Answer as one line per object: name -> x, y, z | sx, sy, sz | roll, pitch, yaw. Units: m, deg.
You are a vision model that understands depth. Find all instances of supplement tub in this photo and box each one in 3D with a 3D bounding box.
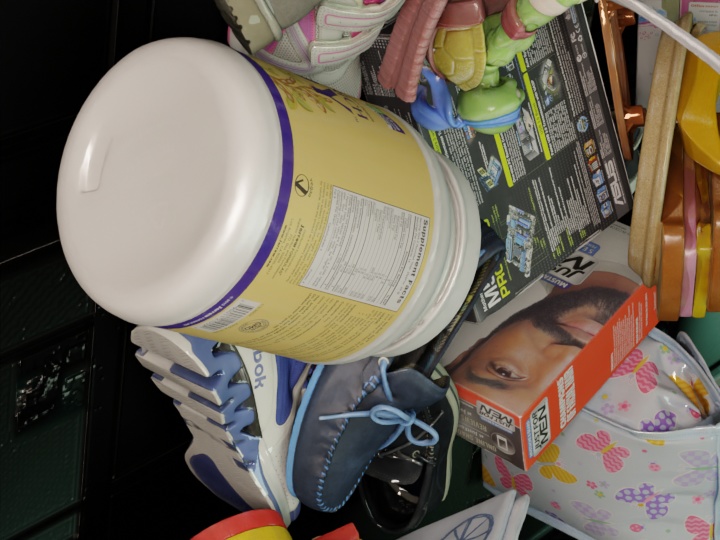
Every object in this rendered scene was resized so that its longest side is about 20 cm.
supplement tub -> -0.043, -0.029, 1.017 | 0.200, 0.145, 0.146 | 16, 99, -50

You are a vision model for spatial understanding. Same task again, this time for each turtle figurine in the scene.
turtle figurine -> 0.095, -0.186, 1.091 | 0.144, 0.199, 0.194 | -63, 136, -59

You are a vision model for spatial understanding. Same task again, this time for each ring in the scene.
ring -> 0.169, -0.172, 1.276 | 0.200, 0.019, 0.201 | -7, 90, -80

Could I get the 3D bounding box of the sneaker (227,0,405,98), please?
sneaker -> -0.018, -0.150, 1.047 | 0.081, 0.088, 0.200 | -42, 144, -32

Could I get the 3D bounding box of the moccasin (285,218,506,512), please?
moccasin -> 0.020, 0.056, 1.135 | 0.080, 0.068, 0.201 | 3, 112, -63

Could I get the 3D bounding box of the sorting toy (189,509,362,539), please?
sorting toy -> -0.077, 0.218, 1.179 | 0.199, 0.070, 0.200 | -35, 154, 16

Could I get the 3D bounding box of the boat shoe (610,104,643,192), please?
boat shoe -> 0.147, -0.063, 1.386 | 0.200, 0.074, 0.061 | -32, 138, -47

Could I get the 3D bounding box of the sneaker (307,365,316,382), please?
sneaker -> 0.000, 0.000, 1.209 | 0.087, 0.074, 0.201 | -21, 134, -49

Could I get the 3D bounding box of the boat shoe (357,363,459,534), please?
boat shoe -> 0.025, 0.113, 1.332 | 0.062, 0.074, 0.200 | -52, 154, -31

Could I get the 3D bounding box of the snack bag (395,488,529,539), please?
snack bag -> 0.018, 0.240, 1.275 | 0.021, 0.188, 0.200 | 50, 34, -18

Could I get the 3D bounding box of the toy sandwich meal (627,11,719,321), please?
toy sandwich meal -> 0.223, -0.071, 1.285 | 0.205, 0.070, 0.206 | 9, 90, -80

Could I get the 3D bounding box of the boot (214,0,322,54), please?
boot -> -0.006, -0.220, 0.934 | 0.200, 0.073, 0.182 | -32, 123, -4

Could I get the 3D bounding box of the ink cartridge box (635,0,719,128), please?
ink cartridge box -> 0.253, -0.216, 1.388 | 0.145, 0.084, 0.200 | -63, 158, -43

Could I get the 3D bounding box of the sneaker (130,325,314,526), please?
sneaker -> -0.054, 0.064, 1.161 | 0.115, 0.080, 0.200 | -46, 144, -24

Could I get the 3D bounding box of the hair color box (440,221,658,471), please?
hair color box -> 0.131, 0.041, 1.403 | 0.200, 0.111, 0.064 | -45, 144, -30

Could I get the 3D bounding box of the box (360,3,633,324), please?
box -> 0.087, -0.092, 1.222 | 0.160, 0.044, 0.201 | -35, 119, -31

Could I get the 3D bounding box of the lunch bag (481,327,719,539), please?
lunch bag -> 0.196, 0.123, 1.478 | 0.127, 0.200, 0.170 | -44, 144, -30
